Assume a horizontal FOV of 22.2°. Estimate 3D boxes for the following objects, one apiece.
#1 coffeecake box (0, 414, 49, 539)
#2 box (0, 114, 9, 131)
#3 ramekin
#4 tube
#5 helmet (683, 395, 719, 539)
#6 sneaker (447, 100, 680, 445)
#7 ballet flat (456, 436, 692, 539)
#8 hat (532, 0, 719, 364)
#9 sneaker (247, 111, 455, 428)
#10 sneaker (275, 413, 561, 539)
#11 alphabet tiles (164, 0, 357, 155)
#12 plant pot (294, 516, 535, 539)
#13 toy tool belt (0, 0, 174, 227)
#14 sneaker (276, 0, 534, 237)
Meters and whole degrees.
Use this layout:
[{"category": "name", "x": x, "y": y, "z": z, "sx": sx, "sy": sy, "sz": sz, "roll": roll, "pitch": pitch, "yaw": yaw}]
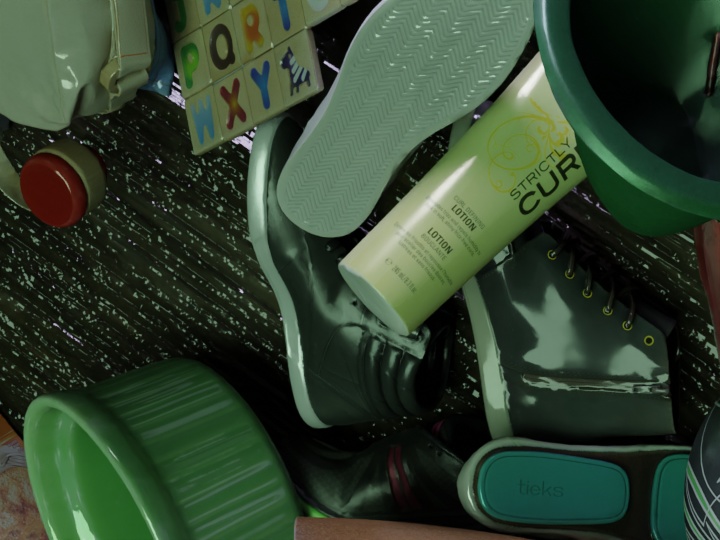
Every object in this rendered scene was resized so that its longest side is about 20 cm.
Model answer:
[{"category": "coffeecake box", "x": -0.274, "y": 0.182, "z": 1.231, "sx": 0.200, "sy": 0.154, "sz": 0.073, "roll": 50, "pitch": 125, "yaw": 3}, {"category": "box", "x": -0.286, "y": -0.175, "z": 1.109, "sx": 0.115, "sy": 0.132, "sz": 0.200, "roll": 23, "pitch": 119, "yaw": 23}, {"category": "ramekin", "x": -0.115, "y": 0.150, "z": 1.120, "sx": 0.200, "sy": 0.098, "sz": 0.200, "roll": 40, "pitch": 143, "yaw": 40}, {"category": "tube", "x": 0.075, "y": -0.053, "z": 0.934, "sx": 0.052, "sy": 0.200, "sz": 0.058, "roll": 36, "pitch": 165, "yaw": 44}, {"category": "helmet", "x": 0.253, "y": 0.119, "z": 0.883, "sx": 0.191, "sy": 0.200, "sz": 0.200, "roll": 1, "pitch": 111, "yaw": 4}, {"category": "sneaker", "x": 0.113, "y": -0.001, "z": 0.993, "sx": 0.106, "sy": 0.075, "sz": 0.200, "roll": -7, "pitch": 106, "yaw": 20}, {"category": "ballet flat", "x": 0.147, "y": 0.126, "z": 1.002, "sx": 0.200, "sy": 0.069, "sz": 0.069, "roll": 10, "pitch": 119, "yaw": -10}, {"category": "hat", "x": 0.137, "y": -0.049, "z": 0.927, "sx": 0.176, "sy": 0.166, "sz": 0.200, "roll": 123, "pitch": 134, "yaw": -56}, {"category": "sneaker", "x": 0.000, "y": 0.000, "z": 1.054, "sx": 0.099, "sy": 0.071, "sz": 0.200, "roll": 0, "pitch": 115, "yaw": 28}, {"category": "sneaker", "x": 0.039, "y": 0.121, "z": 1.084, "sx": 0.200, "sy": 0.077, "sz": 0.084, "roll": 10, "pitch": 97, "yaw": 23}, {"category": "alphabet tiles", "x": -0.055, "y": -0.167, "z": 0.984, "sx": 0.200, "sy": 0.008, "sz": 0.167, "roll": -21, "pitch": 78, "yaw": 54}, {"category": "plant pot", "x": 0.072, "y": 0.214, "z": 0.948, "sx": 0.200, "sy": 0.186, "sz": 0.187, "roll": -4, "pitch": 110, "yaw": 0}, {"category": "toy tool belt", "x": -0.155, "y": -0.138, "z": 1.066, "sx": 0.125, "sy": 0.123, "sz": 0.200, "roll": 11, "pitch": 122, "yaw": 31}, {"category": "sneaker", "x": 0.031, "y": -0.115, "z": 0.955, "sx": 0.074, "sy": 0.116, "sz": 0.200, "roll": 37, "pitch": 130, "yaw": -9}]
